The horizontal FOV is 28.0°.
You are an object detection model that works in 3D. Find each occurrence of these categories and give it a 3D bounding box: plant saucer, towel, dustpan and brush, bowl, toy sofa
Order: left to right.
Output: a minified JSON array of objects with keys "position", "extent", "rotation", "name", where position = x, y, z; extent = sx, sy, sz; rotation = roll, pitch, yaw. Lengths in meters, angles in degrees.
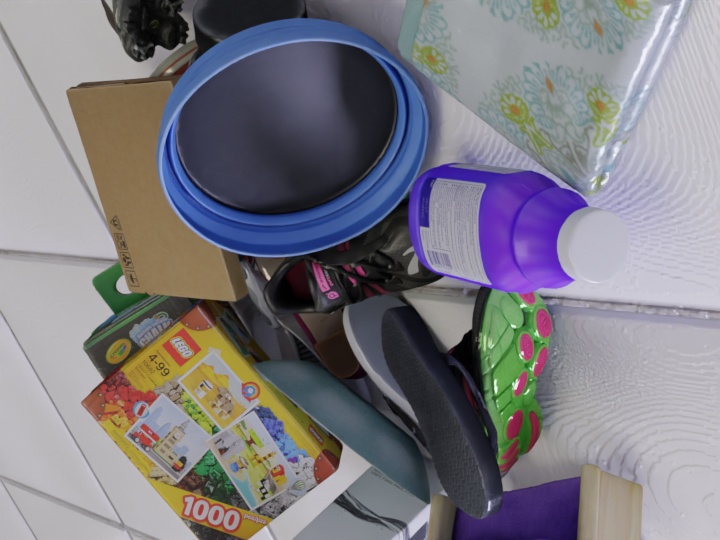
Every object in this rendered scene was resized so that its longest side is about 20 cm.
[{"position":[-0.068,0.059,1.366],"extent":[0.139,0.057,0.200],"rotation":[23,139,42],"name":"dustpan and brush"},{"position":[-0.050,-0.096,1.057],"extent":[0.039,0.200,0.201],"rotation":[-109,10,-45],"name":"bowl"},{"position":[-0.006,0.131,1.282],"extent":[0.201,0.039,0.201],"rotation":[39,177,2],"name":"plant saucer"},{"position":[0.125,0.211,1.166],"extent":[0.097,0.083,0.200],"rotation":[23,153,-30],"name":"toy sofa"},{"position":[0.107,-0.156,0.898],"extent":[0.171,0.048,0.200],"rotation":[43,150,19],"name":"towel"}]

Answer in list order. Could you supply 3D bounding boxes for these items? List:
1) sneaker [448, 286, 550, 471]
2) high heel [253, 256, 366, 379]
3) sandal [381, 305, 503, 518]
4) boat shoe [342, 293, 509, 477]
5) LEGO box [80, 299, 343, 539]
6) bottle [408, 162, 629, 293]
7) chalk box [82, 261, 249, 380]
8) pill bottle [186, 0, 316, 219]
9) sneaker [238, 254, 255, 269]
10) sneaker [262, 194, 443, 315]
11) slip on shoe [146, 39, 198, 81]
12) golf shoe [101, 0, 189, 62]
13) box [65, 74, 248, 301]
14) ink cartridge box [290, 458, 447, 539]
[{"position":[0.096,0.078,1.123],"extent":[0.084,0.077,0.200],"rotation":[32,143,28],"name":"sneaker"},{"position":[-0.046,0.007,1.297],"extent":[0.096,0.067,0.200],"rotation":[6,-117,-82],"name":"high heel"},{"position":[0.067,0.094,1.066],"extent":[0.200,0.043,0.076],"rotation":[-115,24,-45],"name":"sandal"},{"position":[0.051,0.105,1.249],"extent":[0.200,0.070,0.066],"rotation":[46,149,-2],"name":"boat shoe"},{"position":[-0.137,0.145,1.360],"extent":[0.200,0.149,0.077],"rotation":[50,-171,-6],"name":"LEGO box"},{"position":[0.104,-0.028,0.985],"extent":[0.200,0.065,0.084],"rotation":[14,111,62],"name":"bottle"},{"position":[-0.189,0.075,1.452],"extent":[0.200,0.125,0.124],"rotation":[59,-172,-7],"name":"chalk box"},{"position":[-0.076,-0.122,1.132],"extent":[0.112,0.112,0.200],"rotation":[32,145,32],"name":"pill bottle"},{"position":[-0.128,-0.040,1.354],"extent":[0.096,0.079,0.200],"rotation":[43,159,-5],"name":"sneaker"},{"position":[0.000,0.000,1.161],"extent":[0.200,0.084,0.077],"rotation":[-24,101,42],"name":"sneaker"},{"position":[-0.174,-0.135,1.305],"extent":[0.061,0.074,0.200],"rotation":[50,146,-1],"name":"slip on shoe"},{"position":[-0.189,-0.271,1.172],"extent":[0.095,0.078,0.200],"rotation":[47,143,37],"name":"golf shoe"},{"position":[-0.180,-0.071,1.273],"extent":[0.163,0.021,0.200],"rotation":[4,115,46],"name":"box"},{"position":[0.009,0.284,1.362],"extent":[0.084,0.200,0.145],"rotation":[23,140,36],"name":"ink cartridge box"}]
